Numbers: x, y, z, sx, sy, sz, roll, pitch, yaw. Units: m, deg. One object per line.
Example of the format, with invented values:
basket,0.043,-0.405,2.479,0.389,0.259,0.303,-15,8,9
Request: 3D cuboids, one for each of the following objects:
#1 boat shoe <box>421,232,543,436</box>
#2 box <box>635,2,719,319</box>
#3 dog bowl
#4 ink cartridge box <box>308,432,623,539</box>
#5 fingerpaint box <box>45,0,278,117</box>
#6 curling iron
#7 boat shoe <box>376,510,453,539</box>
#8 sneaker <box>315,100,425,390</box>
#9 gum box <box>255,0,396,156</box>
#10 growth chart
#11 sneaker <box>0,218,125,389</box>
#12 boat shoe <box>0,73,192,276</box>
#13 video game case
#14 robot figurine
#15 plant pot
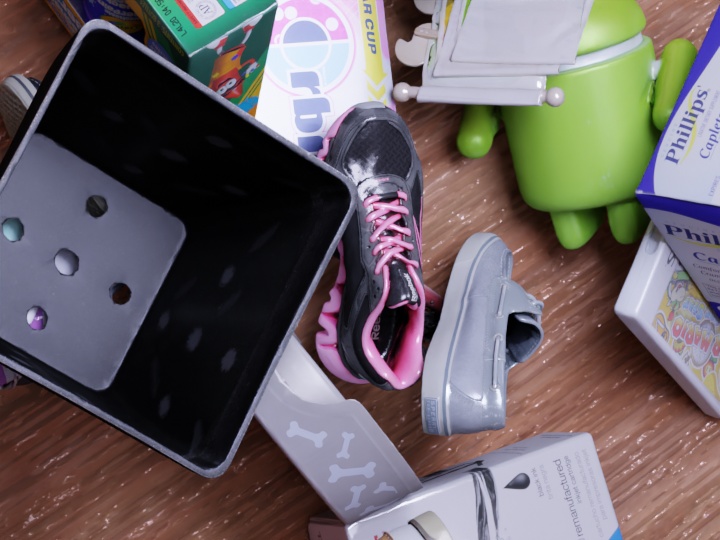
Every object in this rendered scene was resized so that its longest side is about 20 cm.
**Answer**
boat shoe,0.092,0.046,1.428,0.071,0.201,0.070,5,127,12
box,0.300,-0.075,1.427,0.200,0.104,0.185,45,65,-50
dog bowl,-0.043,0.084,1.363,0.059,0.200,0.200,-40,99,-3
ink cartridge box,0.082,0.213,1.449,0.199,0.084,0.147,-18,92,-21
fingerpaint box,-0.146,-0.189,1.328,0.073,0.167,0.200,-33,77,-19
curling iron,0.000,0.000,1.438,0.200,0.025,0.050,41,65,-33
boat shoe,0.057,0.264,1.359,0.068,0.075,0.201,-24,89,-13
sneaker,0.018,-0.011,1.378,0.078,0.095,0.202,-7,107,-20
gum box,-0.043,-0.156,1.445,0.113,0.066,0.202,-6,88,-19
growth chart,0.108,-0.196,1.428,0.201,0.144,0.018,-67,150,-19
sneaker,-0.216,0.063,1.357,0.139,0.078,0.201,33,76,-14
boat shoe,-0.166,-0.062,1.392,0.200,0.074,0.062,46,66,-15
video game case,0.262,-0.009,1.507,0.200,0.023,0.183,42,68,-52
robot figurine,0.159,-0.120,1.479,0.116,0.174,0.201,-39,119,-58
plant pot,-0.153,-0.008,1.259,0.199,0.177,0.201,31,76,-20
